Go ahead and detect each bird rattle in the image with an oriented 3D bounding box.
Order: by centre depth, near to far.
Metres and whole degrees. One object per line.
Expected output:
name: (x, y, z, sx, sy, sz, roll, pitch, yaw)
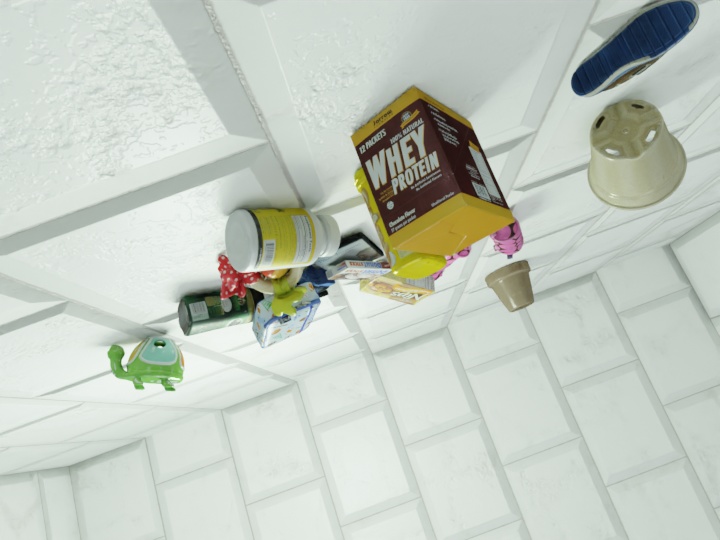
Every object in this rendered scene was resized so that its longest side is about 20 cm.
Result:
bird rattle: (-0.198, -0.001, 1.097, 0.164, 0.199, 0.113, -59, -170, 21)

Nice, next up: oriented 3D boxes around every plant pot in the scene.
plant pot: (0.567, -0.254, 1.094, 0.199, 0.202, 0.183, -27, 151, 23)
plant pot: (0.654, 0.076, 2.220, 0.199, 0.176, 0.200, -19, 162, -6)

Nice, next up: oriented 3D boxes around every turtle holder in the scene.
turtle holder: (-0.566, 0.250, 1.401, 0.184, 0.133, 0.141, 0, 160, 4)

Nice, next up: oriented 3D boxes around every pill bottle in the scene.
pill bottle: (-0.140, -0.060, 0.969, 0.199, 0.112, 0.111, -6, 158, -38)

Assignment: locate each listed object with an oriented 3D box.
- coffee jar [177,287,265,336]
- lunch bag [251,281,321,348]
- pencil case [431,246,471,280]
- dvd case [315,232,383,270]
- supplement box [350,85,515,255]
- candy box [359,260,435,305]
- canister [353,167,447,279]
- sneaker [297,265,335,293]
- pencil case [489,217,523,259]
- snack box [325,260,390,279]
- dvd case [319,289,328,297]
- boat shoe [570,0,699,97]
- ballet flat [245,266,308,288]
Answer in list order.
coffee jar: (-0.334, 0.094, 1.268, 0.199, 0.086, 0.104, -9, 160, -34)
lunch bag: (-0.177, 0.109, 1.265, 0.159, 0.076, 0.200, -20, 161, -28)
pencil case: (0.248, -0.038, 1.538, 0.093, 0.091, 0.200, 23, 151, -13)
dvd case: (-0.031, -0.037, 1.302, 0.142, 0.018, 0.200, -23, 163, 12)
supplement box: (0.119, -0.147, 0.838, 0.132, 0.201, 0.197, -30, 161, 31)
candy box: (0.109, 0.041, 1.552, 0.199, 0.056, 0.115, 15, 149, -26)
canister: (0.077, -0.092, 0.963, 0.086, 0.201, 0.148, -28, 162, 23)
sneaker: (-0.135, 0.028, 1.323, 0.078, 0.071, 0.200, -32, 162, 16)
pencil case: (0.429, -0.099, 1.536, 0.093, 0.092, 0.200, -13, 164, 17)
snack box: (0.000, 0.000, 1.352, 0.072, 0.024, 0.199, -30, 162, 32)
dvd case: (-0.200, 0.095, 1.426, 0.199, 0.018, 0.142, -20, -177, -29)
boat shoe: (0.434, -0.349, 0.823, 0.072, 0.073, 0.199, -13, 173, -37)
ballet flat: (-0.198, 0.009, 1.187, 0.199, 0.073, 0.072, -27, 162, 21)
